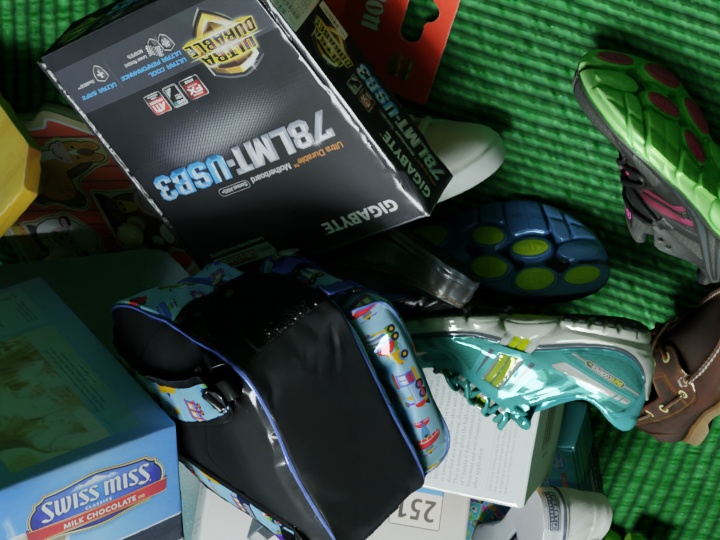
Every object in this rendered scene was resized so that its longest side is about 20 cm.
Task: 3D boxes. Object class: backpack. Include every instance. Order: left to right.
[{"bbox_3d":[-0.063,0.074,1.301,0.200,0.135,0.183,22,144,52],"label":"backpack"}]

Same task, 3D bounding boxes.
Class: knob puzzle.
[{"bbox_3d":[-0.195,-0.041,1.497,0.219,0.030,0.220,13,140,11],"label":"knob puzzle"}]

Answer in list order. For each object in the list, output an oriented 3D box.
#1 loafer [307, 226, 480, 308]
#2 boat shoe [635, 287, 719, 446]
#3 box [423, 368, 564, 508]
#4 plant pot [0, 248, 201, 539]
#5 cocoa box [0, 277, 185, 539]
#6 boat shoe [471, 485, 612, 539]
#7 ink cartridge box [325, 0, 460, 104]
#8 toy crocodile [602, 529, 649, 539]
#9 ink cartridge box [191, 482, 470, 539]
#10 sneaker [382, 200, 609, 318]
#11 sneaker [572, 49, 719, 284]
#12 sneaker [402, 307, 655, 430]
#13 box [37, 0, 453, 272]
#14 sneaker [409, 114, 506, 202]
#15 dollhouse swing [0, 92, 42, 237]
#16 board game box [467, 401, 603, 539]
[{"bbox_3d":[0.000,0.000,1.357,0.073,0.072,0.200,30,174,-40],"label":"loafer"},{"bbox_3d":[0.222,0.065,1.372,0.070,0.070,0.200,18,150,0],"label":"boat shoe"},{"bbox_3d":[0.038,0.092,1.441,0.200,0.124,0.098,11,98,14],"label":"box"},{"bbox_3d":[-0.203,0.125,1.533,0.196,0.200,0.196,-6,143,30],"label":"plant pot"},{"bbox_3d":[-0.218,0.119,1.311,0.200,0.133,0.131,41,140,44],"label":"cocoa box"},{"bbox_3d":[0.136,0.209,1.524,0.070,0.071,0.200,0,153,-16],"label":"boat shoe"},{"bbox_3d":[-0.041,-0.178,1.252,0.200,0.047,0.160,22,141,3],"label":"ink cartridge box"},{"bbox_3d":[0.189,0.263,1.638,0.067,0.062,0.200,32,141,-11],"label":"toy crocodile"},{"bbox_3d":[-0.025,0.218,1.487,0.200,0.177,0.045,11,165,-11],"label":"ink cartridge box"},{"bbox_3d":[0.082,0.002,1.397,0.199,0.071,0.083,-8,152,30],"label":"sneaker"},{"bbox_3d":[0.189,-0.054,1.263,0.084,0.077,0.200,-22,123,36],"label":"sneaker"},{"bbox_3d":[0.091,0.065,1.324,0.200,0.080,0.078,4,-179,16],"label":"sneaker"},{"bbox_3d":[-0.075,-0.095,1.272,0.200,0.050,0.199,-17,117,42],"label":"box"},{"bbox_3d":[-0.007,-0.086,1.323,0.200,0.073,0.085,-4,123,21],"label":"sneaker"},{"bbox_3d":[-0.287,-0.029,1.448,0.200,0.176,0.182,50,178,35],"label":"dollhouse swing"},{"bbox_3d":[0.084,0.155,1.575,0.200,0.047,0.151,6,139,20],"label":"board game box"}]
